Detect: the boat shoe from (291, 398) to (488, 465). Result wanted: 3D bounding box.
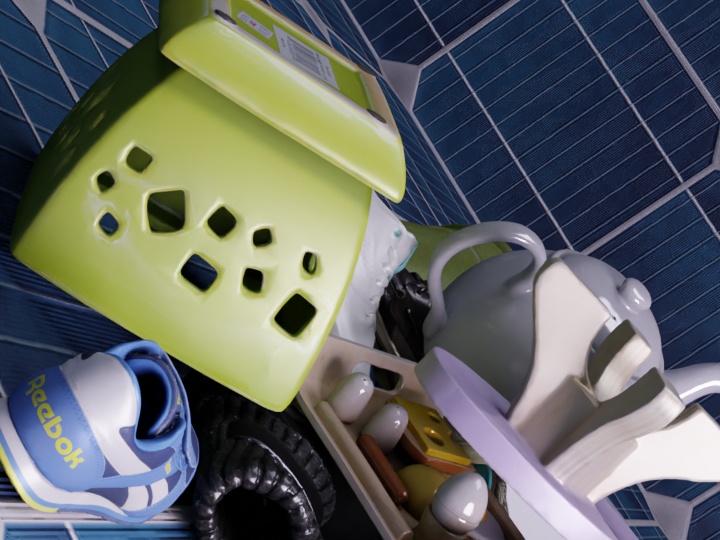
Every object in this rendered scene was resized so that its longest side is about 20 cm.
[{"bbox_3d":[0.019,0.114,1.239,0.199,0.073,0.064,10,65,-25],"label":"boat shoe"}]

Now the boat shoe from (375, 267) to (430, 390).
[{"bbox_3d":[0.043,0.037,1.311,0.073,0.064,0.202,-66,138,-69],"label":"boat shoe"}]

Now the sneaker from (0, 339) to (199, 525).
[{"bbox_3d":[-0.117,0.083,0.871,0.074,0.082,0.200,57,8,12],"label":"sneaker"}]

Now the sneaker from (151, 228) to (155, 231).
[{"bbox_3d":[-0.084,-0.031,1.251,0.199,0.075,0.087,27,5,-31],"label":"sneaker"}]

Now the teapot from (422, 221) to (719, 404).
[{"bbox_3d":[0.150,0.054,1.227,0.198,0.146,0.199,55,31,12],"label":"teapot"}]

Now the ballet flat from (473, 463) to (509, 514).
[{"bbox_3d":[0.073,0.198,1.121,0.200,0.067,0.076,-52,124,-70],"label":"ballet flat"}]

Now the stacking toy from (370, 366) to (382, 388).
[{"bbox_3d":[0.002,0.127,1.314,0.201,0.085,0.086,55,9,-30],"label":"stacking toy"}]

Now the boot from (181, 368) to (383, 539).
[{"bbox_3d":[-0.032,0.157,1.035,0.211,0.079,0.158,39,10,-26],"label":"boot"}]

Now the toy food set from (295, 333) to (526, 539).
[{"bbox_3d":[0.055,0.121,1.057,0.143,0.061,0.200,20,25,-42],"label":"toy food set"}]

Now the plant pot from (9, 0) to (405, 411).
[{"bbox_3d":[-0.084,-0.065,1.047,0.198,0.182,0.200,31,15,-16],"label":"plant pot"}]

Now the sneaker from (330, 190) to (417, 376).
[{"bbox_3d":[0.000,0.000,1.196,0.075,0.087,0.202,106,-23,-66],"label":"sneaker"}]

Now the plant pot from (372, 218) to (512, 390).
[{"bbox_3d":[0.016,0.027,1.447,0.189,0.200,0.201,26,29,-47],"label":"plant pot"}]

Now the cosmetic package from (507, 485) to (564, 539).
[{"bbox_3d":[0.129,0.220,1.363,0.081,0.112,0.202,-94,171,-72],"label":"cosmetic package"}]

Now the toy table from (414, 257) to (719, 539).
[{"bbox_3d":[0.145,0.094,1.076,0.200,0.117,0.184,43,9,-18],"label":"toy table"}]
